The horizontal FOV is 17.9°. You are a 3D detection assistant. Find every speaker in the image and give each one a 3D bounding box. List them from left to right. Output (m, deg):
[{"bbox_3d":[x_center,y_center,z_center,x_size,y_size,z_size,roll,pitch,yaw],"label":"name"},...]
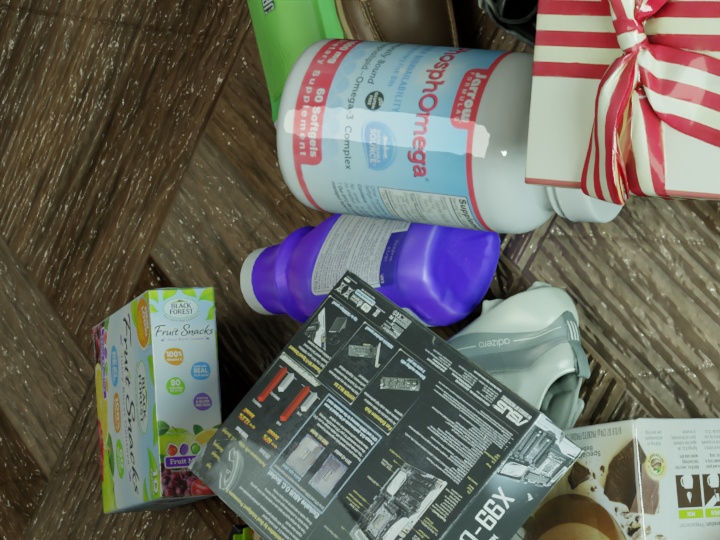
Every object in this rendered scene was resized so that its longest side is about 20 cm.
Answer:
[{"bbox_3d":[-0.034,-0.176,1.536,0.088,0.088,0.201,-32,65,44],"label":"speaker"}]

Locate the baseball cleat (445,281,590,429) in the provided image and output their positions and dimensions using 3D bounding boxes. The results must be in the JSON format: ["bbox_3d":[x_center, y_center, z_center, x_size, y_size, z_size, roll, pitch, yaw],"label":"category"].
[{"bbox_3d":[0.062,0.089,1.419,0.200,0.070,0.107,-42,50,40],"label":"baseball cleat"}]

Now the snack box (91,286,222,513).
[{"bbox_3d":[-0.145,0.095,1.624,0.200,0.053,0.143,154,112,-70],"label":"snack box"}]

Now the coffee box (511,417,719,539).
[{"bbox_3d":[0.151,0.189,1.309,0.113,0.080,0.201,-14,78,48],"label":"coffee box"}]

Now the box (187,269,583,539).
[{"bbox_3d":[0.010,0.110,1.332,0.158,0.050,0.200,-51,43,-3],"label":"box"}]

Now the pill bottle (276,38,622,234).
[{"bbox_3d":[0.059,-0.080,1.375,0.199,0.109,0.109,7,94,27],"label":"pill bottle"}]

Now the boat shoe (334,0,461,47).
[{"bbox_3d":[0.017,-0.200,1.468,0.068,0.072,0.201,112,143,-69],"label":"boat shoe"}]

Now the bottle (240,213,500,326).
[{"bbox_3d":[0.000,0.000,1.494,0.200,0.065,0.084,-8,49,48],"label":"bottle"}]

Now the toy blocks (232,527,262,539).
[{"bbox_3d":[-0.043,0.135,1.479,0.200,0.100,0.137,-97,10,-50],"label":"toy blocks"}]

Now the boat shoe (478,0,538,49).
[{"bbox_3d":[0.104,-0.176,1.392,0.200,0.063,0.073,41,121,43],"label":"boat shoe"}]

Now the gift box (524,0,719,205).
[{"bbox_3d":[0.203,-0.123,1.182,0.200,0.186,0.185,0,89,50],"label":"gift box"}]

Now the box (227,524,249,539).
[{"bbox_3d":[-0.072,0.297,1.594,0.137,0.038,0.200,41,118,42],"label":"box"}]
